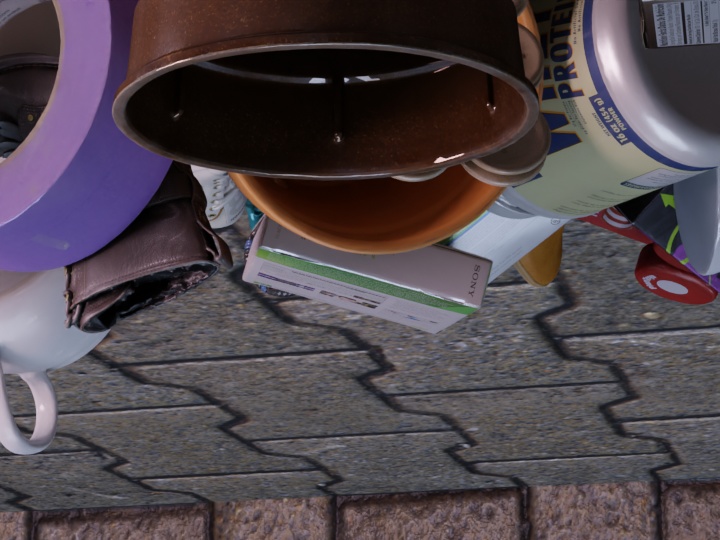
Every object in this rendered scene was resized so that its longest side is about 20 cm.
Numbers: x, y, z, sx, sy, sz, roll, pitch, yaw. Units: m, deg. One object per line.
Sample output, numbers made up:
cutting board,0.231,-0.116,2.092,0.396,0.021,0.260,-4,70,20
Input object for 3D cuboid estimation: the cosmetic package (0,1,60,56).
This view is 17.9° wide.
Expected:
cosmetic package,-0.199,-0.126,1.487,0.198,0.074,0.103,7,164,-30

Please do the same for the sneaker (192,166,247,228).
sneaker,-0.097,-0.076,1.611,0.085,0.073,0.200,47,163,-15

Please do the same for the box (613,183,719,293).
box,0.286,-0.047,1.590,0.199,0.036,0.143,33,103,-39

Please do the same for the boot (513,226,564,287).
boot,0.164,-0.069,1.604,0.143,0.071,0.202,-7,134,17

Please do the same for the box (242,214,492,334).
box,0.000,0.000,1.479,0.143,0.037,0.200,16,174,-5

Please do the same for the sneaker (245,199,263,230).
sneaker,-0.052,-0.077,1.667,0.077,0.080,0.200,1,165,-6

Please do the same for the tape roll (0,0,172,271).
tape roll,-0.202,-0.105,1.304,0.198,0.202,0.085,-8,165,26

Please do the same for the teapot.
teapot,-0.245,0.008,1.711,0.197,0.200,0.146,37,165,42

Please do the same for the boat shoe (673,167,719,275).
boat shoe,0.247,-0.091,1.481,0.066,0.202,0.070,-9,-153,-15

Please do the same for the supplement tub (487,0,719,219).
supplement tub,0.148,-0.114,1.396,0.144,0.146,0.199,9,163,-32

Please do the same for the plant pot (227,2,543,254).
plant pot,-0.008,-0.114,1.343,0.198,0.202,0.140,4,-177,-17

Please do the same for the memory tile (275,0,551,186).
memory tile,0.021,-0.133,1.217,0.152,0.202,0.017,0,149,-8

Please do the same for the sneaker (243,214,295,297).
sneaker,-0.003,-0.065,1.611,0.200,0.076,0.077,-41,178,6

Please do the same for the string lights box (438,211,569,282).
string lights box,0.039,-0.075,1.512,0.103,0.059,0.200,-38,125,24

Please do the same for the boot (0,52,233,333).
boot,-0.169,-0.046,1.349,0.199,0.176,0.069,-18,154,27

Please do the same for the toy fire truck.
toy fire truck,0.209,-0.064,1.704,0.167,0.113,0.200,18,165,2

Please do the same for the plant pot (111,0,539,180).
plant pot,-0.016,-0.166,1.079,0.198,0.200,0.200,0,167,0

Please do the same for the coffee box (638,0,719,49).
coffee box,0.242,-0.186,1.187,0.198,0.114,0.080,-2,166,10
